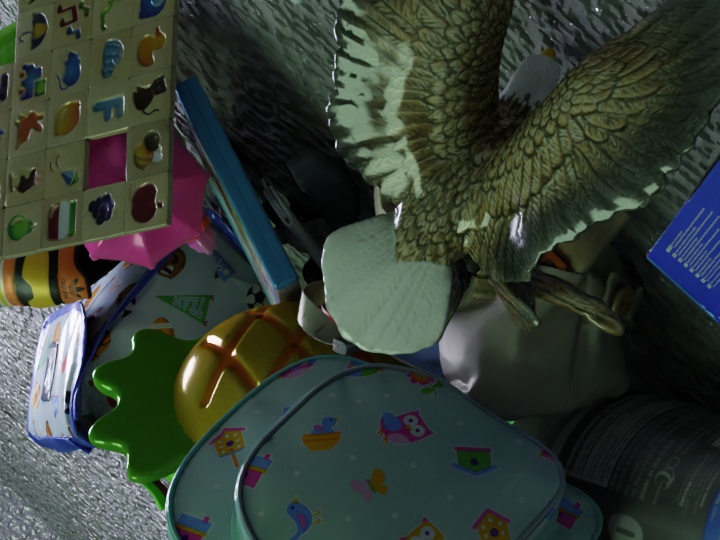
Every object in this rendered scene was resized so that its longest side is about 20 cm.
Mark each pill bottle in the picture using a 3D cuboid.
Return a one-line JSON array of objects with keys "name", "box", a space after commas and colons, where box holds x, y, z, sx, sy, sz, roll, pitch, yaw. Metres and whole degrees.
[{"name": "pill bottle", "box": [0.169, 0.127, 0.860, 0.200, 0.114, 0.114, 11, 138, 57]}]

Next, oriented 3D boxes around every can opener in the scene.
[{"name": "can opener", "box": [0.000, 0.000, 1.046, 0.200, 0.067, 0.053, 50, -176, -42]}]

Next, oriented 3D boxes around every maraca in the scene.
[{"name": "maraca", "box": [-0.061, 0.077, 0.961, 0.137, 0.200, 0.107, -96, 5, -47]}]

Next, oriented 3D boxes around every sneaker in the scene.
[{"name": "sneaker", "box": [-0.205, -0.032, 1.232, 0.090, 0.200, 0.070, 6, 124, 16]}]

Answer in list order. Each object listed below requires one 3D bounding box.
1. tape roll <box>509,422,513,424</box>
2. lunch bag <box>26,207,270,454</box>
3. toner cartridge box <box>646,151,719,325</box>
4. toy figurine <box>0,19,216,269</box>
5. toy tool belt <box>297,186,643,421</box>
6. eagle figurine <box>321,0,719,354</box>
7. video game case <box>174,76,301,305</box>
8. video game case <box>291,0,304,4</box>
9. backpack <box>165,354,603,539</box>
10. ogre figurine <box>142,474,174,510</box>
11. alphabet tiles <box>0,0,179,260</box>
[{"name": "tape roll", "box": [0.049, 0.139, 1.024, 0.200, 0.048, 0.201, 4, 98, 26]}, {"name": "lunch bag", "box": [-0.177, 0.058, 1.255, 0.124, 0.200, 0.170, 44, 161, -13]}, {"name": "toner cartridge box", "box": [0.192, -0.027, 0.653, 0.095, 0.043, 0.200, 45, 158, 11]}, {"name": "toy figurine", "box": [-0.157, -0.059, 1.078, 0.200, 0.150, 0.184, 38, -176, -43]}, {"name": "toy tool belt", "box": [0.060, -0.007, 0.871, 0.200, 0.125, 0.123, 21, 113, 42]}, {"name": "eagle figurine", "box": [0.061, -0.064, 0.707, 0.200, 0.152, 0.151, 101, 166, -56]}, {"name": "video game case", "box": [-0.075, -0.033, 1.056, 0.143, 0.018, 0.200, 62, 175, 11]}, {"name": "video game case", "box": [-0.061, -0.240, 0.790, 0.182, 0.024, 0.200, 48, 159, -1]}, {"name": "backpack", "box": [0.001, 0.137, 0.809, 0.200, 0.176, 0.153, 27, 147, 29]}, {"name": "ogre figurine", "box": [-0.192, 0.174, 1.637, 0.200, 0.098, 0.120, 0, 118, 47]}, {"name": "alphabet tiles", "box": [-0.181, -0.110, 1.007, 0.167, 0.200, 0.008, -10, 161, 31]}]
